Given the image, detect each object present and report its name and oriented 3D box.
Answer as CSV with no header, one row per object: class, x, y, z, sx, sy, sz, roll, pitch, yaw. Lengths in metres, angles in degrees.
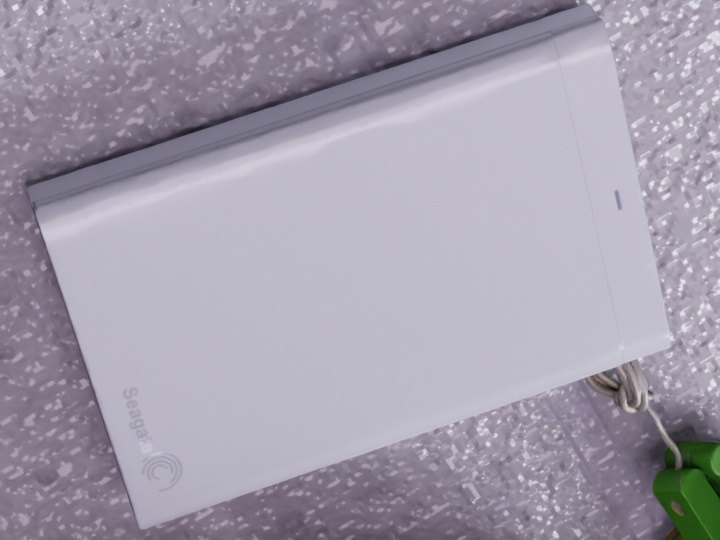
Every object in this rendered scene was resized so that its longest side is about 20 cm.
hard drive,0.000,0.000,0.938,0.199,0.026,0.132,-19,120,-6
toy alligator,0.146,0.098,1.032,0.054,0.059,0.200,-40,111,-33
